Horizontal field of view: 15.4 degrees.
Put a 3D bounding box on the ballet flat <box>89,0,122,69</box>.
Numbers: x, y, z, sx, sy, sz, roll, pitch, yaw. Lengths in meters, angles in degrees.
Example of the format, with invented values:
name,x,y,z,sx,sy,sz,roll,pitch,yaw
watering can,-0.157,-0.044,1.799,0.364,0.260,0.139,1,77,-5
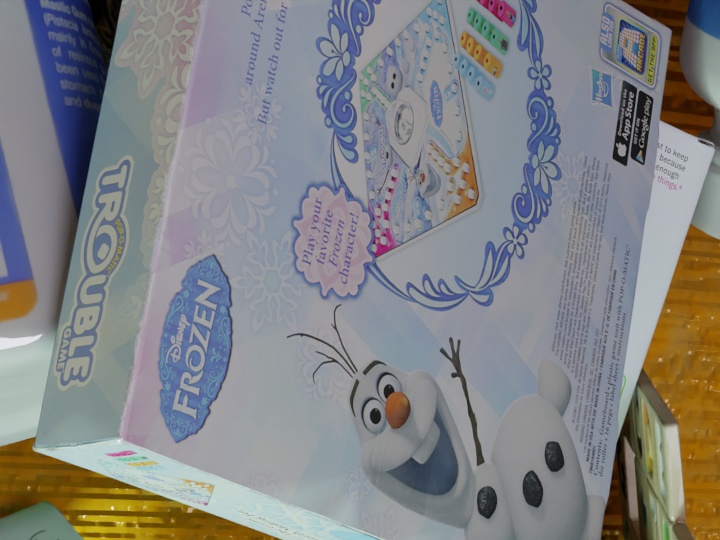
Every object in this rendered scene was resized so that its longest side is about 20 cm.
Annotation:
name,x,y,z,sx,sy,sz,roll,pitch,yaw
ballet flat,-0.084,-0.148,0.886,0.067,0.046,0.201,16,87,-31

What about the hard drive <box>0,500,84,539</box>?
name,x,y,z,sx,sy,sz,roll,pitch,yaw
hard drive,-0.148,0.153,0.829,0.199,0.132,0.027,-20,139,-33

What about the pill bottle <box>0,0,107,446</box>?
name,x,y,z,sx,sy,sz,roll,pitch,yaw
pill bottle,-0.132,-0.053,0.806,0.111,0.112,0.201,-8,74,-29

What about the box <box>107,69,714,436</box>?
name,x,y,z,sx,sy,sz,roll,pitch,yaw
box,0.000,0.000,0.923,0.199,0.097,0.178,21,84,-30

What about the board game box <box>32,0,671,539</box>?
name,x,y,z,sx,sy,sz,roll,pitch,yaw
board game box,0.006,-0.016,0.801,0.198,0.043,0.201,26,67,-42

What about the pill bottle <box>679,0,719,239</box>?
name,x,y,z,sx,sy,sz,roll,pitch,yaw
pill bottle,0.177,-0.107,0.957,0.112,0.112,0.201,2,108,-30

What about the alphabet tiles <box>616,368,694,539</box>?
name,x,y,z,sx,sy,sz,roll,pitch,yaw
alphabet tiles,0.107,0.122,0.951,0.007,0.200,0.169,-5,99,0
